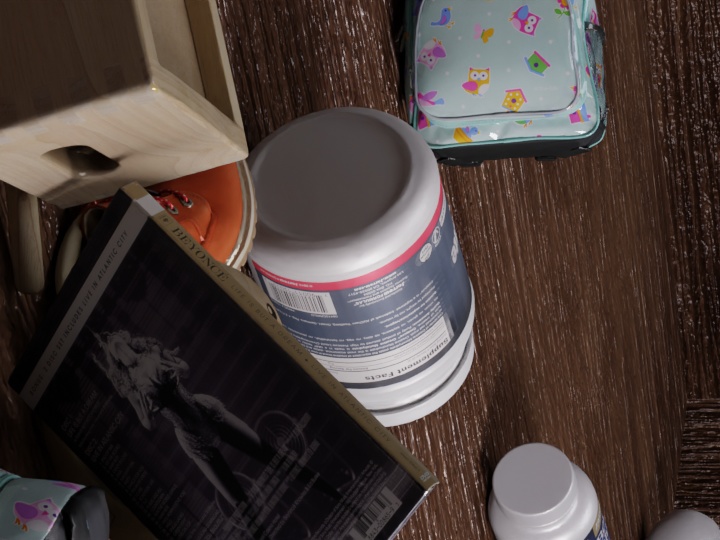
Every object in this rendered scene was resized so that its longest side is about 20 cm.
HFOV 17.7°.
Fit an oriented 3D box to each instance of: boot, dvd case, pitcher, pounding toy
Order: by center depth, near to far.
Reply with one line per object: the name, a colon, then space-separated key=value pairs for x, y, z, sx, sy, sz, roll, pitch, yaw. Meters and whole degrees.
pounding toy: x=-0.145 y=-0.105 z=1.086 sx=0.200 sy=0.142 sz=0.184 roll=34 pitch=42 yaw=-75
dvd case: x=-0.070 y=0.074 z=1.087 sx=0.016 sy=0.200 sz=0.149 roll=-33 pitch=163 yaw=-49
boot: x=-0.114 y=-0.023 z=1.277 sx=0.107 sy=0.075 sz=0.200 roll=65 pitch=28 yaw=-47
pitcher: x=0.459 y=0.467 z=3.399 sx=0.172 sy=0.121 sz=0.200 roll=104 pitch=7 yaw=-56

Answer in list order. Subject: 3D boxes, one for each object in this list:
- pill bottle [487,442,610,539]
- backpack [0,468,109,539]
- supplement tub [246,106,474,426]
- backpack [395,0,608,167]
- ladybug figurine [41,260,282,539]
pill bottle: x=0.191 y=0.256 z=2.345 sx=0.200 sy=0.111 sz=0.111 roll=67 pitch=27 yaw=-56
backpack: x=-0.167 y=0.170 z=0.922 sx=0.167 sy=0.127 sz=0.200 roll=-75 pitch=176 yaw=-61
supplement tub: x=0.000 y=0.000 z=1.567 sx=0.200 sy=0.140 sz=0.140 roll=71 pitch=23 yaw=-50
backpack: x=0.120 y=-0.202 z=1.975 sx=0.153 sy=0.176 sz=0.200 roll=45 pitch=42 yaw=-75
ladybug figurine: x=-0.094 y=0.066 z=1.169 sx=0.072 sy=0.136 sz=0.200 roll=-39 pitch=166 yaw=-44
